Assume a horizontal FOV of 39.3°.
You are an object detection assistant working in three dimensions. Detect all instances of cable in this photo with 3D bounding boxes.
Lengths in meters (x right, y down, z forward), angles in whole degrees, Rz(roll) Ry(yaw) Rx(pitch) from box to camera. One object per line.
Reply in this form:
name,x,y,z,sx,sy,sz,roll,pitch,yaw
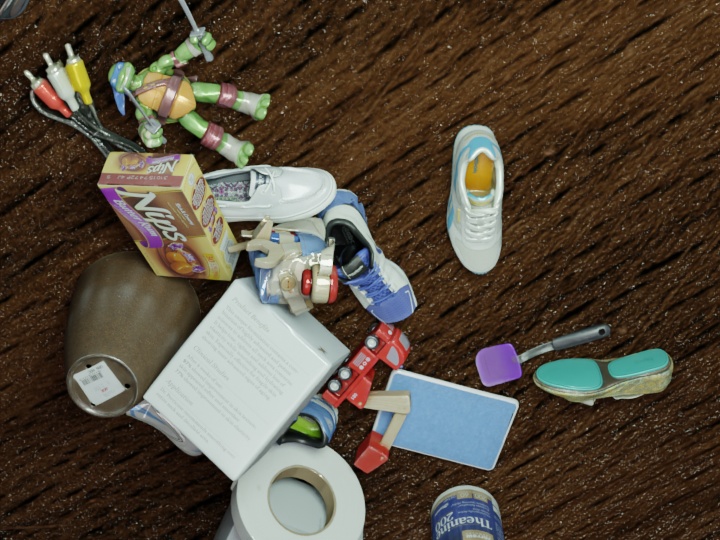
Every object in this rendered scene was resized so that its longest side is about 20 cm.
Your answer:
cable,-0.356,-0.188,1.300,0.096,0.050,0.201,-26,111,14

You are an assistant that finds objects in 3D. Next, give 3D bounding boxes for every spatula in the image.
spatula,0.262,0.113,1.443,0.197,0.021,0.057,-20,98,8

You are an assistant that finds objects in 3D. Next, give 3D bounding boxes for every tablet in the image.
tablet,0.125,0.224,1.503,0.197,0.014,0.132,15,115,-5

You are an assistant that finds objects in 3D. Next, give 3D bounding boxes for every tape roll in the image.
tape roll,-0.091,0.339,1.461,0.200,0.205,0.037,22,139,-9

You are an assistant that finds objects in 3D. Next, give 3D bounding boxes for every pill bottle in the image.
pill bottle,0.162,0.422,1.491,0.109,0.201,0.113,0,116,1

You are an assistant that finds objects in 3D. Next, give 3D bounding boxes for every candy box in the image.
candy box,-0.240,-0.067,1.289,0.115,0.057,0.201,4,148,16

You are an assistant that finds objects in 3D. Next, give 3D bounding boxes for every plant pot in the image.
plant pot,-0.323,0.102,1.353,0.184,0.201,0.190,1,115,2

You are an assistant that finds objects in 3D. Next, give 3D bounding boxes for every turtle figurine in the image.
turtle figurine,-0.205,-0.211,1.224,0.192,0.146,0.200,22,142,-22

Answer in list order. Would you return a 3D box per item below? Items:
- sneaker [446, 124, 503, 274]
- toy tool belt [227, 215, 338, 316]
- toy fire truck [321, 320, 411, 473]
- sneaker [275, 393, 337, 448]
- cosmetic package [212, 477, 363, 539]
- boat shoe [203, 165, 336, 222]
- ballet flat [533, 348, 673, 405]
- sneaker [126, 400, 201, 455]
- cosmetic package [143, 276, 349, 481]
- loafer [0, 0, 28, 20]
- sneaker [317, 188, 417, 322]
sneaker,0.152,-0.083,1.323,0.075,0.081,0.203,-5,116,2
toy tool belt,-0.101,-0.004,1.254,0.121,0.200,0.127,2,105,-11
toy fire truck,0.023,0.181,1.454,0.140,0.049,0.201,38,112,-6
sneaker,-0.123,0.196,1.454,0.198,0.089,0.079,25,112,-10
cosmetic package,-0.122,0.436,1.549,0.198,0.123,0.201,22,114,-8
boat shoe,-0.132,-0.107,1.315,0.197,0.069,0.073,1,72,8
ballet flat,0.349,0.160,1.444,0.197,0.071,0.072,-10,115,6
sneaker,-0.301,0.195,1.476,0.199,0.072,0.073,33,87,-10
cosmetic package,-0.145,0.136,1.339,0.167,0.166,0.201,42,97,5
loafer,-0.407,-0.390,1.200,0.071,0.063,0.202,22,114,-9
sneaker,0.000,-0.001,1.345,0.080,0.116,0.201,-26,112,14
